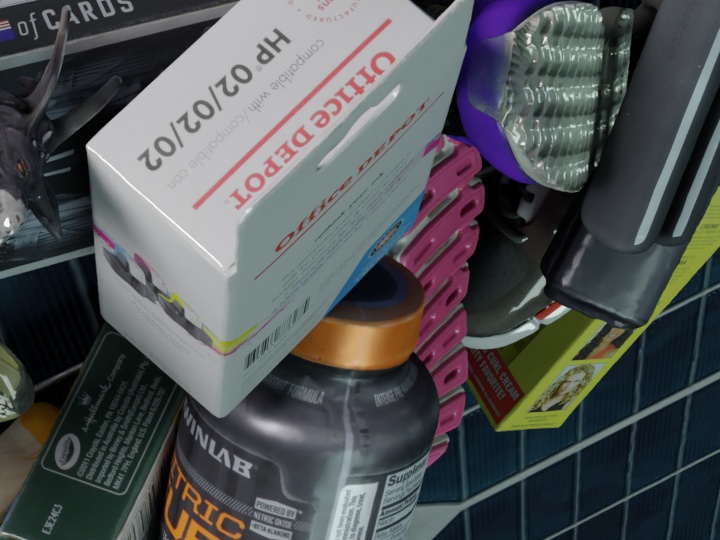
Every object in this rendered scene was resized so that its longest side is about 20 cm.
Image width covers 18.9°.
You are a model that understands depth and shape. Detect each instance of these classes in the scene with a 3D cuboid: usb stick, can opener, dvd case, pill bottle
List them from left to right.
[{"bbox_3d":[-0.131,-0.042,0.776,0.200,0.025,0.150,-17,155,-25],"label":"dvd case"},{"bbox_3d":[-0.028,0.088,0.909,0.106,0.106,0.200,-8,123,-37],"label":"pill bottle"},{"bbox_3d":[0.140,-0.069,0.922,0.200,0.055,0.033,-64,-172,10],"label":"usb stick"},{"bbox_3d":[0.145,-0.090,0.780,0.053,0.067,0.200,-10,126,-48],"label":"can opener"}]

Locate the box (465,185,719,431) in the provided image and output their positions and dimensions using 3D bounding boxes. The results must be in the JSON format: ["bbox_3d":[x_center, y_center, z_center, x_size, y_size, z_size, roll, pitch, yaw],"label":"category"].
[{"bbox_3d":[0.119,-0.009,1.067,0.050,0.075,0.200,-1,142,-40],"label":"box"}]

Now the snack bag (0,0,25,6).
[{"bbox_3d":[-0.121,-0.084,0.760,0.188,0.021,0.200,-17,150,-26],"label":"snack bag"}]

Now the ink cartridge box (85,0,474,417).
[{"bbox_3d":[-0.031,-0.036,0.747,0.115,0.068,0.200,-46,170,-19],"label":"ink cartridge box"}]

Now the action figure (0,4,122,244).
[{"bbox_3d":[-0.160,0.000,0.676,0.200,0.102,0.119,-28,144,5],"label":"action figure"}]

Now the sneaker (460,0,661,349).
[{"bbox_3d":[0.088,-0.053,0.978,0.082,0.077,0.200,25,110,-46],"label":"sneaker"}]

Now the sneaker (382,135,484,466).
[{"bbox_3d":[0.000,0.000,0.965,0.074,0.087,0.200,-42,143,-43],"label":"sneaker"}]

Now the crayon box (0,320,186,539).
[{"bbox_3d":[-0.107,0.116,0.986,0.200,0.052,0.126,92,19,-58],"label":"crayon box"}]

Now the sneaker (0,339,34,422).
[{"bbox_3d":[-0.212,0.057,0.750,0.200,0.089,0.077,-2,147,6],"label":"sneaker"}]

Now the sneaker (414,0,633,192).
[{"bbox_3d":[0.044,-0.073,0.832,0.200,0.099,0.070,-20,117,-75],"label":"sneaker"}]

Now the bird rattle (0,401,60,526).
[{"bbox_3d":[-0.178,0.138,0.992,0.163,0.113,0.200,-44,157,-16],"label":"bird rattle"}]
